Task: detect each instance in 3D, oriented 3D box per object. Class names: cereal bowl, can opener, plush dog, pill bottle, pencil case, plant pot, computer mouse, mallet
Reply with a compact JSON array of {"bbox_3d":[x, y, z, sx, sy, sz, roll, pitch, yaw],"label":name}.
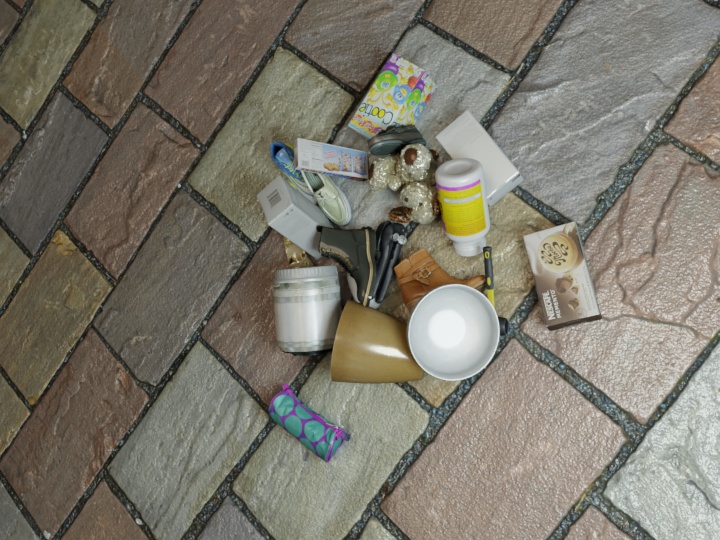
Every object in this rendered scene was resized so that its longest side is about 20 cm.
[{"bbox_3d":[0.191,0.127,1.454,0.198,0.083,0.202,0,92,-5],"label":"cereal bowl"},{"bbox_3d":[0.062,-0.020,1.616,0.078,0.063,0.202,-5,71,60],"label":"can opener"},{"bbox_3d":[0.133,-0.193,1.590,0.199,0.159,0.174,-13,90,50],"label":"plush dog"},{"bbox_3d":[0.226,-0.133,1.487,0.103,0.105,0.201,2,126,25],"label":"pill bottle"},{"bbox_3d":[-0.126,0.362,1.622,0.199,0.085,0.093,31,110,25],"label":"pencil case"},{"bbox_3d":[0.051,0.179,1.535,0.198,0.186,0.188,12,86,9],"label":"plant pot"},{"bbox_3d":[0.000,0.000,1.649,0.109,0.044,0.202,-21,73,19],"label":"computer mouse"},{"bbox_3d":[0.271,0.047,1.479,0.065,0.041,0.202,-7,105,26],"label":"mallet"}]

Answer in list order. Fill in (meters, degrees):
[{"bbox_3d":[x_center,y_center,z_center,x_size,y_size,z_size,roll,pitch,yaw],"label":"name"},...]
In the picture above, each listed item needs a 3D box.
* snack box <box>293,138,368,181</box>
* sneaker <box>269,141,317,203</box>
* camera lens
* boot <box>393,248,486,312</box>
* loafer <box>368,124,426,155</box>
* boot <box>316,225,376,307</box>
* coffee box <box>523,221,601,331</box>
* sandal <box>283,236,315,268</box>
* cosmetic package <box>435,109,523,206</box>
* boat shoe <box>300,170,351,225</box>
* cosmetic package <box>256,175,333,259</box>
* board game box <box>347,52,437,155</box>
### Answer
[{"bbox_3d":[-0.068,-0.265,1.650,0.024,0.198,0.073,-20,70,54],"label":"snack box"},{"bbox_3d":[-0.171,-0.252,1.737,0.076,0.105,0.200,-45,66,11],"label":"sneaker"},{"bbox_3d":[-0.123,0.093,1.609,0.158,0.160,0.202,-4,92,24],"label":"camera lens"},{"bbox_3d":[0.179,0.015,1.547,0.199,0.074,0.156,-26,64,6],"label":"boot"},{"bbox_3d":[0.077,-0.306,1.582,0.072,0.199,0.063,-25,83,37],"label":"loafer"},{"bbox_3d":[-0.037,-0.012,1.563,0.137,0.078,0.201,7,50,-10],"label":"boot"},{"bbox_3d":[0.423,0.014,1.433,0.112,0.080,0.202,-15,75,20],"label":"coffee box"},{"bbox_3d":[-0.160,-0.020,1.711,0.077,0.070,0.214,-24,72,19],"label":"sandal"},{"bbox_3d":[0.270,-0.255,1.556,0.101,0.074,0.201,-38,70,14],"label":"cosmetic package"},{"bbox_3d":[-0.094,-0.194,1.674,0.072,0.062,0.201,-28,100,27],"label":"boat shoe"},{"bbox_3d":[-0.147,-0.123,1.641,0.081,0.200,0.113,-37,49,12],"label":"cosmetic package"},{"bbox_3d":[0.079,-0.395,1.648,0.103,0.105,0.201,36,97,25],"label":"board game box"}]
